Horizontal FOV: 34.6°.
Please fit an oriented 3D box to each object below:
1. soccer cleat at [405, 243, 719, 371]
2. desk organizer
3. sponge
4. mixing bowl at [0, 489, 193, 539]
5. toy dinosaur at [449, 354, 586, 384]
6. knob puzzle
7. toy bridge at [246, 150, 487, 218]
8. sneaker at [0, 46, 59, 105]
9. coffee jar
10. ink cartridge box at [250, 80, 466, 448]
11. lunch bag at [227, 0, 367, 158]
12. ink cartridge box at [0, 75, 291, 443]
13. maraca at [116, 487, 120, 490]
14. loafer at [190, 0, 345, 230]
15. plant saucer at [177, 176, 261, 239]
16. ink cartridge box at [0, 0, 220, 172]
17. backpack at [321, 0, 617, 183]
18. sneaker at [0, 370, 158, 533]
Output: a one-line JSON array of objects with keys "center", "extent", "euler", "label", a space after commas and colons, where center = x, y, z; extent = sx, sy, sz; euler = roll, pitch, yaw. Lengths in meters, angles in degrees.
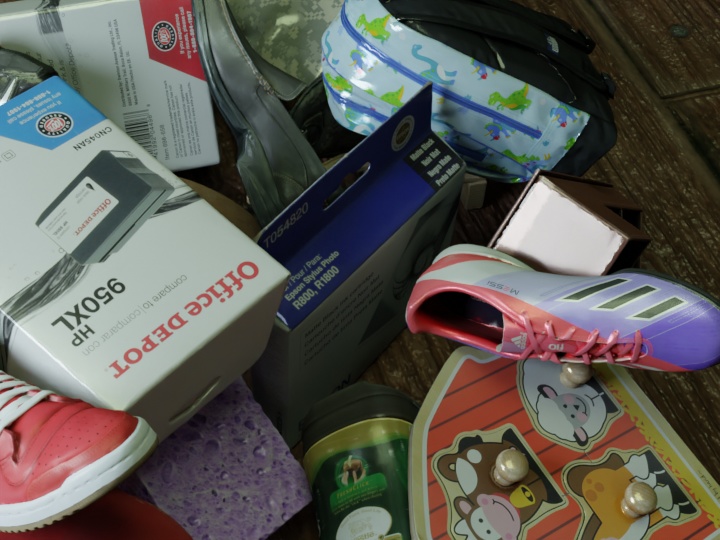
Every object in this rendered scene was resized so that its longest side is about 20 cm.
[{"center": [0.124, 0.033, 0.708], "extent": [0.199, 0.069, 0.073], "euler": [12, 32, 25], "label": "soccer cleat"}, {"center": [0.168, -0.018, 0.838], "extent": [0.077, 0.072, 0.200], "euler": [38, 17, 20], "label": "desk organizer"}, {"center": [-0.119, 0.092, 0.737], "extent": [0.111, 0.030, 0.200], "euler": [-29, 83, -47], "label": "sponge"}, {"center": [-0.150, 0.197, 0.648], "extent": [0.199, 0.201, 0.108], "euler": [22, 37, 14], "label": "mixing bowl"}, {"center": [0.108, 0.120, 0.786], "extent": [0.077, 0.102, 0.201], "euler": [12, 58, -9], "label": "toy dinosaur"}, {"center": [0.116, 0.121, 0.697], "extent": [0.218, 0.031, 0.221], "euler": [9, 53, -12], "label": "knob puzzle"}, {"center": [0.006, -0.069, 0.945], "extent": [0.199, 0.067, 0.027], "euler": [-7, 51, -10], "label": "toy bridge"}, {"center": [-0.260, -0.069, 0.854], "extent": [0.097, 0.202, 0.071], "euler": [11, 17, 10], "label": "sneaker"}, {"center": [0.020, 0.172, 0.719], "extent": [0.085, 0.104, 0.201], "euler": [-26, 48, 19], "label": "coffee jar"}, {"center": [0.000, 0.000, 0.801], "extent": [0.041, 0.200, 0.200], "euler": [32, 56, 21], "label": "ink cartridge box"}, {"center": [-0.042, -0.197, 1.000], "extent": [0.167, 0.140, 0.200], "euler": [-25, 55, -23], "label": "lunch bag"}, {"center": [-0.163, 0.000, 0.671], "extent": [0.200, 0.084, 0.145], "euler": [39, 51, 12], "label": "ink cartridge box"}, {"center": [-0.211, 0.092, 0.762], "extent": [0.137, 0.107, 0.201], "euler": [3, 57, -36], "label": "maraca"}, {"center": [-0.074, -0.130, 0.888], "extent": [0.072, 0.201, 0.073], "euler": [-20, 9, 0], "label": "loafer"}, {"center": [-0.139, -0.011, 0.862], "extent": [0.199, 0.030, 0.201], "euler": [19, 35, -13], "label": "plant saucer"}, {"center": [-0.226, -0.147, 0.934], "extent": [0.199, 0.145, 0.084], "euler": [-11, 22, -13], "label": "ink cartridge box"}, {"center": [0.070, -0.150, 0.864], "extent": [0.200, 0.154, 0.164], "euler": [27, 35, -33], "label": "backpack"}, {"center": [-0.188, 0.064, 0.576], "extent": [0.199, 0.113, 0.071], "euler": [-12, 18, 42], "label": "sneaker"}]
